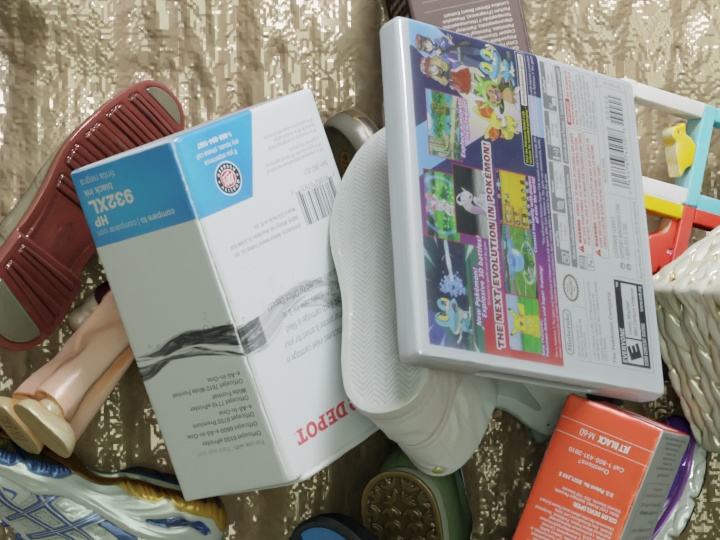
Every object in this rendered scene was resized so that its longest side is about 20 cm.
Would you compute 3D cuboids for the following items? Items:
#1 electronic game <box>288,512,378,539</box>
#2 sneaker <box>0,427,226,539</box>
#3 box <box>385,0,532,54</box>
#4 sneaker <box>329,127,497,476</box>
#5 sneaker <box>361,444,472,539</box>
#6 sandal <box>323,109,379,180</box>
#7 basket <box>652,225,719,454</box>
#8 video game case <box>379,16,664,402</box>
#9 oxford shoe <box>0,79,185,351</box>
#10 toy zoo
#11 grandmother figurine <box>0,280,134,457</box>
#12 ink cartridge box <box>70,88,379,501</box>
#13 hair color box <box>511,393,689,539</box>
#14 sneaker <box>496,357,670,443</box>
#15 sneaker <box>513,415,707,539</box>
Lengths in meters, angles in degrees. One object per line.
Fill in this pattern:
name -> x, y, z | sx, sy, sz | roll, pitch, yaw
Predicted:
electronic game -> -0.002, 0.242, 1.158 | 0.041, 0.200, 0.201 | -10, 89, -27
sneaker -> -0.186, 0.155, 1.201 | 0.199, 0.075, 0.088 | 18, 97, 0
box -> 0.067, -0.115, 1.222 | 0.075, 0.100, 0.201 | -13, 89, -6
sneaker -> 0.034, 0.020, 1.150 | 0.073, 0.116, 0.201 | -8, 56, 21
sneaker -> 0.043, 0.189, 1.224 | 0.067, 0.090, 0.201 | 4, 118, 16
sandal -> 0.000, 0.000, 1.215 | 0.054, 0.082, 0.201 | -11, 87, -30
basket -> 0.285, 0.021, 1.190 | 0.200, 0.123, 0.136 | -32, 109, -28
video game case -> 0.092, -0.032, 1.120 | 0.182, 0.023, 0.201 | 11, 67, -35
oxford shoe -> -0.184, -0.039, 1.210 | 0.070, 0.075, 0.200 | 49, 63, -25
toy zoo -> 0.206, -0.040, 1.244 | 0.199, 0.020, 0.132 | 14, 87, -23
grandmother figurine -> -0.139, 0.026, 1.193 | 0.200, 0.121, 0.061 | -48, 124, -26
ink cartridge box -> -0.064, 0.013, 1.133 | 0.083, 0.145, 0.201 | -14, 98, 33
hair color box -> 0.123, 0.177, 1.155 | 0.064, 0.111, 0.201 | 20, 90, 18
sneaker -> 0.136, 0.064, 1.245 | 0.199, 0.074, 0.089 | 2, 108, -10
sneaker -> 0.145, 0.168, 1.234 | 0.083, 0.081, 0.200 | 38, 86, 2
